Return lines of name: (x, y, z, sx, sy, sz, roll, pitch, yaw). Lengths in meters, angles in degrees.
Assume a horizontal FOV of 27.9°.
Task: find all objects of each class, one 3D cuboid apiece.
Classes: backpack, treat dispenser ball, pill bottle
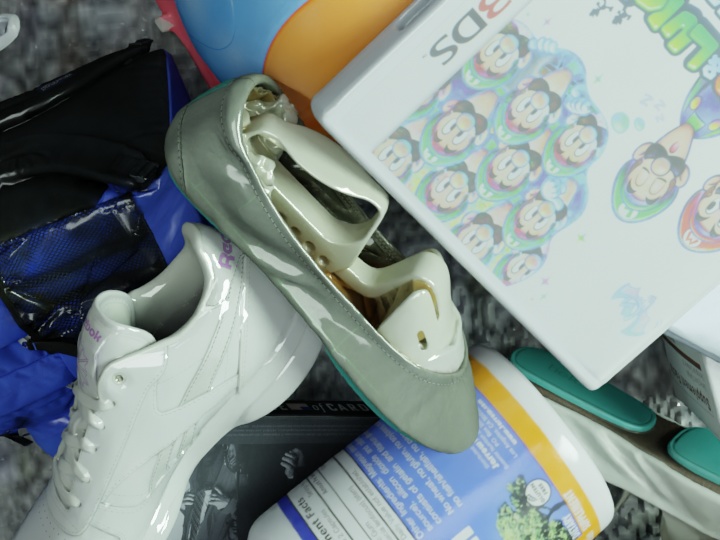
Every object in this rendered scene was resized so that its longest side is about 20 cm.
backpack: (-0.162, 0.008, 0.730, 0.198, 0.163, 0.169, -20, 116, 2)
treat dispenser ball: (0.010, -0.152, 0.660, 0.198, 0.201, 0.204, 0, 97, 1)
pill bottle: (0.016, 0.139, 0.706, 0.199, 0.112, 0.112, -39, 95, -7)

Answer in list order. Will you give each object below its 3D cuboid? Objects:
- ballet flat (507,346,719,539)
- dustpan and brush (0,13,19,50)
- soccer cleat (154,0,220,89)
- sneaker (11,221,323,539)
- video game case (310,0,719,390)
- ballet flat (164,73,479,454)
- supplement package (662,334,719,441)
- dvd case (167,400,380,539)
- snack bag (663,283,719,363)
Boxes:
ballet flat: (0.154, 0.107, 0.762, 0.199, 0.069, 0.070, 25, 98, 27)
dustpan and brush: (-0.254, -0.102, 0.731, 0.198, 0.057, 0.141, -13, 74, 37)
soccer cleat: (-0.065, -0.140, 0.767, 0.076, 0.067, 0.202, -25, 90, -28)
sneaker: (-0.107, 0.063, 0.643, 0.201, 0.075, 0.099, -51, 128, 2)
video game case: (0.108, -0.065, 0.606, 0.182, 0.024, 0.200, -42, 122, 10)
ballet flat: (0.000, 0.000, 0.615, 0.063, 0.068, 0.200, -31, 111, 35)
supplement package: (0.202, -0.032, 0.739, 0.116, 0.117, 0.202, -16, 97, 3)
dvd case: (-0.051, 0.164, 0.763, 0.149, 0.025, 0.202, 4, 109, -34)
snack bag: (0.178, -0.056, 0.667, 0.187, 0.021, 0.202, 26, 100, 0)
